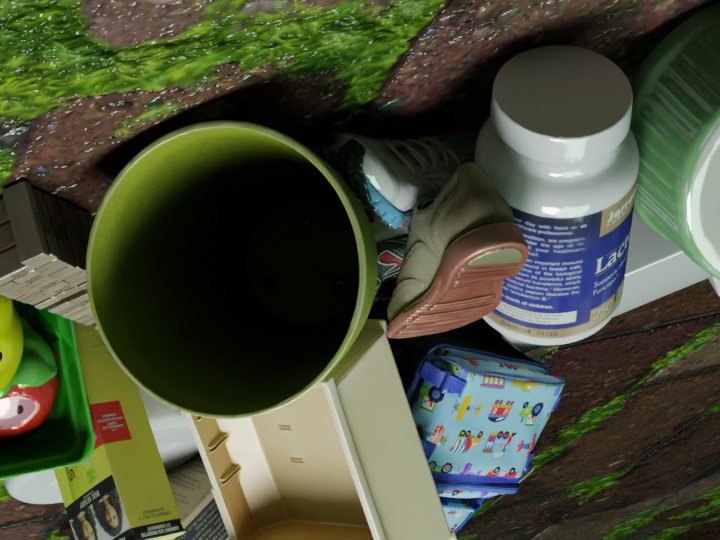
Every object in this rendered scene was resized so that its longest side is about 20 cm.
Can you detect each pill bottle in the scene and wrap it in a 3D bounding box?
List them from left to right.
[{"bbox_3d":[0.134,-0.052,1.429,0.115,0.116,0.201,-15,139,-13],"label":"pill bottle"}]

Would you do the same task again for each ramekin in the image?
[{"bbox_3d":[-0.212,0.114,1.665,0.199,0.098,0.201,-17,163,-6],"label":"ramekin"},{"bbox_3d":[0.287,-0.083,1.436,0.198,0.098,0.201,-8,121,-14],"label":"ramekin"}]

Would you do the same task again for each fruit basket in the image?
[{"bbox_3d":[-0.283,0.073,1.417,0.214,0.157,0.216,-11,178,0],"label":"fruit basket"}]

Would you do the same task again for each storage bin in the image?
[{"bbox_3d":[-0.051,0.143,1.552,0.197,0.201,0.094,0,-151,36],"label":"storage bin"}]

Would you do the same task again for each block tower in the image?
[{"bbox_3d":[-0.198,-0.005,1.396,0.058,0.054,0.200,-24,162,12],"label":"block tower"}]

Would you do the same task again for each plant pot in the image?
[{"bbox_3d":[-0.061,-0.004,1.384,0.186,0.188,0.200,-24,176,15],"label":"plant pot"}]

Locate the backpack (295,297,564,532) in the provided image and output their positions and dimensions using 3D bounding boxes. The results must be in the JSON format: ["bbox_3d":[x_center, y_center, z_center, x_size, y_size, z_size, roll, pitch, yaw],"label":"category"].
[{"bbox_3d":[0.049,0.141,1.661,0.182,0.134,0.201,16,104,-46],"label":"backpack"}]

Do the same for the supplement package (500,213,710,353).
[{"bbox_3d":[0.188,-0.033,1.612,0.199,0.122,0.120,-22,163,11],"label":"supplement package"}]

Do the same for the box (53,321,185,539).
[{"bbox_3d":[-0.196,0.117,1.516,0.050,0.201,0.075,-4,159,-42],"label":"box"}]

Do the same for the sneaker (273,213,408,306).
[{"bbox_3d":[0.000,0.000,1.589,0.199,0.075,0.080,-1,155,-47],"label":"sneaker"}]

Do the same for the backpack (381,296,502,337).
[{"bbox_3d":[0.012,0.099,1.803,0.199,0.127,0.167,-10,140,-44],"label":"backpack"}]

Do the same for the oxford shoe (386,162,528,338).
[{"bbox_3d":[0.061,-0.009,1.418,0.070,0.074,0.200,-8,160,-23],"label":"oxford shoe"}]

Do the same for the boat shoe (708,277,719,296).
[{"bbox_3d":[0.361,-0.013,1.950,0.065,0.072,0.200,-28,162,13],"label":"boat shoe"}]

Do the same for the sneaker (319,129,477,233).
[{"bbox_3d":[0.041,-0.073,1.453,0.087,0.075,0.200,-44,157,10],"label":"sneaker"}]

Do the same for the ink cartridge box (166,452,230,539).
[{"bbox_3d":[-0.140,0.187,1.755,0.165,0.075,0.200,-44,-158,-18],"label":"ink cartridge box"}]
